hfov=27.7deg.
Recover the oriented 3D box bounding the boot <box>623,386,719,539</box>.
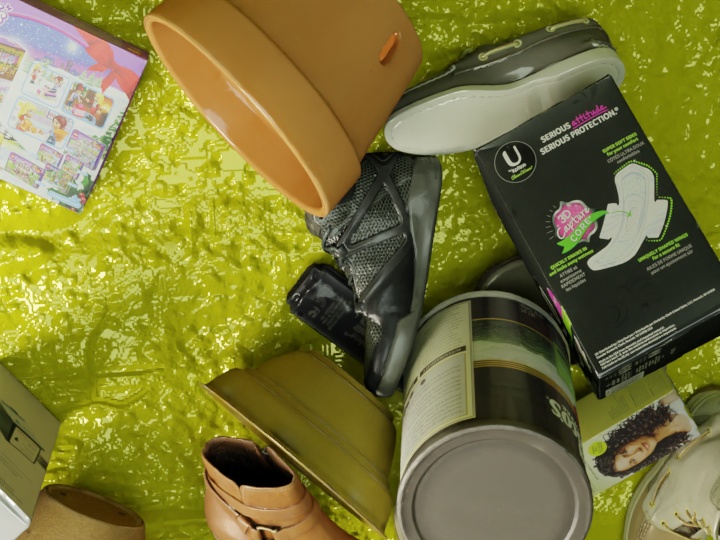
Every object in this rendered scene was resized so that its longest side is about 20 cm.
[{"bbox_3d":[0.300,0.219,1.275,0.071,0.155,0.202,18,105,-12],"label":"boot"}]

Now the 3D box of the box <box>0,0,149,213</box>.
[{"bbox_3d":[-0.283,-0.149,1.147,0.198,0.039,0.138,24,104,-14],"label":"box"}]

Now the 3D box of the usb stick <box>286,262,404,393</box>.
[{"bbox_3d":[0.025,0.066,1.258,0.199,0.033,0.056,36,107,-16],"label":"usb stick"}]

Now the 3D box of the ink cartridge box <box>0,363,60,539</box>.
[{"bbox_3d":[-0.326,0.178,1.161,0.146,0.200,0.086,-41,107,7],"label":"ink cartridge box"}]

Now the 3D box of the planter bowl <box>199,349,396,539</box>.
[{"bbox_3d":[-0.031,0.125,1.198,0.200,0.200,0.084,42,80,-17],"label":"planter bowl"}]

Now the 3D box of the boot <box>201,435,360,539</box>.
[{"bbox_3d":[-0.042,0.213,1.223,0.198,0.077,0.156,19,140,22],"label":"boot"}]

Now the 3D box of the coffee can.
[{"bbox_3d":[0.102,0.128,1.154,0.144,0.201,0.148,1,118,2],"label":"coffee can"}]

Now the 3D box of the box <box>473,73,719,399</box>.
[{"bbox_3d":[0.191,-0.021,1.149,0.123,0.149,0.202,-27,76,3],"label":"box"}]

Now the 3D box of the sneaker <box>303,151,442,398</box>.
[{"bbox_3d":[0.000,0.000,1.197,0.113,0.076,0.202,7,88,-4],"label":"sneaker"}]

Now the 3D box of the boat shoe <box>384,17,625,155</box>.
[{"bbox_3d":[0.111,-0.151,1.186,0.199,0.061,0.072,-17,146,1],"label":"boat shoe"}]

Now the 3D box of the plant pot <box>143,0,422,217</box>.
[{"bbox_3d":[-0.047,-0.161,1.103,0.140,0.200,0.200,-45,108,-9],"label":"plant pot"}]

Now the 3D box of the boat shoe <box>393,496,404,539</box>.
[{"bbox_3d":[0.071,0.230,1.227,0.071,0.201,0.064,41,119,-21],"label":"boat shoe"}]

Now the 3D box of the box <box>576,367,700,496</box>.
[{"bbox_3d":[0.193,0.159,1.280,0.199,0.050,0.075,-32,129,10],"label":"box"}]

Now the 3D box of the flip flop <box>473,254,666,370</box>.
[{"bbox_3d":[0.187,0.053,1.259,0.199,0.058,0.081,33,104,-18],"label":"flip flop"}]

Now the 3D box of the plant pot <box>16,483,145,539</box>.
[{"bbox_3d":[-0.258,0.292,1.232,0.184,0.186,0.202,22,91,-13],"label":"plant pot"}]
